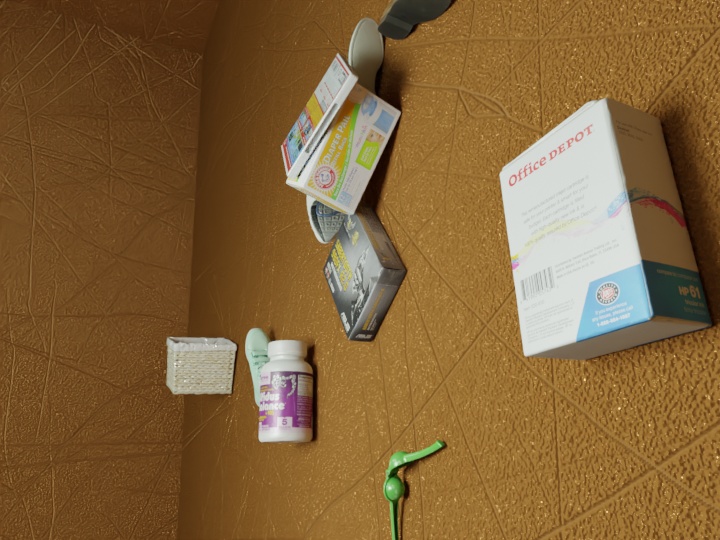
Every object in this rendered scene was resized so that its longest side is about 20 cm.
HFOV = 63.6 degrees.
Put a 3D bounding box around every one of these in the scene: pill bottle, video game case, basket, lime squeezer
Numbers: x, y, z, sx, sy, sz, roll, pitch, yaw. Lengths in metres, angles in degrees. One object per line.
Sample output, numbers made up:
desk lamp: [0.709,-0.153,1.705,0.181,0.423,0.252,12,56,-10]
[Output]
pill bottle: [-0.153,0.251,1.204,0.112,0.111,0.202,-33,54,58]
video game case: [-0.076,-0.269,1.006,0.201,0.017,0.143,-53,28,21]
basket: [-0.514,0.299,1.853,0.198,0.198,0.163,180,95,-65]
lime squeezer: [0.065,0.308,0.833,0.070,0.038,0.202,29,111,30]

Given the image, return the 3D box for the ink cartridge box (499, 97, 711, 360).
ink cartridge box: [0.215,-0.031,0.541,0.144,0.084,0.202,-35,53,57]

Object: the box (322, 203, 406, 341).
box: [0.000,0.000,1.025,0.159,0.048,0.201,-66,30,31]

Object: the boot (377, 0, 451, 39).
boot: [0.089,-0.447,0.948,0.200,0.073,0.076,13,85,67]

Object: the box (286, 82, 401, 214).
box: [-0.033,-0.215,1.027,0.201,0.112,0.101,-65,27,1]

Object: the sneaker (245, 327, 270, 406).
sneaker: [-0.229,0.224,1.411,0.118,0.073,0.202,131,130,-59]

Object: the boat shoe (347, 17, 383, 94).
boat shoe: [-0.003,-0.375,1.111,0.062,0.072,0.202,10,97,61]

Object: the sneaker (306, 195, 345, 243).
sneaker: [-0.077,-0.124,1.219,0.088,0.074,0.201,106,163,-44]
